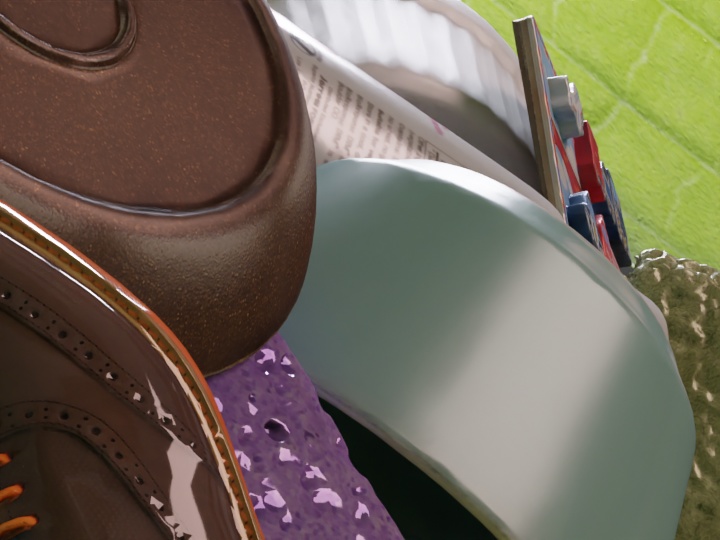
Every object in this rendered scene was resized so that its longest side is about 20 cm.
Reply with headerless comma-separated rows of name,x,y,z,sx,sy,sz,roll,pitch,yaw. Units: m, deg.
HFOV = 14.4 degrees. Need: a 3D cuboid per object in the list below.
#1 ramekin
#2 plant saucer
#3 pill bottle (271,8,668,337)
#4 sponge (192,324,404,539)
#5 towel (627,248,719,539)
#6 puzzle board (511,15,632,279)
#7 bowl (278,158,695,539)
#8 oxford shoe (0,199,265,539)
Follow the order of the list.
ramekin,-0.012,-0.016,1.159,0.201,0.200,0.098,53,9,-24
plant saucer,-0.084,-0.062,0.685,0.200,0.032,0.200,28,36,-23
pill bottle,0.000,0.000,0.966,0.200,0.113,0.113,34,9,-21
sponge,-0.060,0.027,0.669,0.111,0.030,0.200,-6,58,-52
towel,0.137,0.094,1.003,0.148,0.200,0.037,16,-26,1
puzzle board,0.097,0.003,1.152,0.200,0.017,0.151,54,25,-67
bowl,0.019,0.043,0.835,0.201,0.105,0.201,32,-23,15
oxford shoe,-0.059,0.054,0.561,0.200,0.071,0.073,50,12,15
